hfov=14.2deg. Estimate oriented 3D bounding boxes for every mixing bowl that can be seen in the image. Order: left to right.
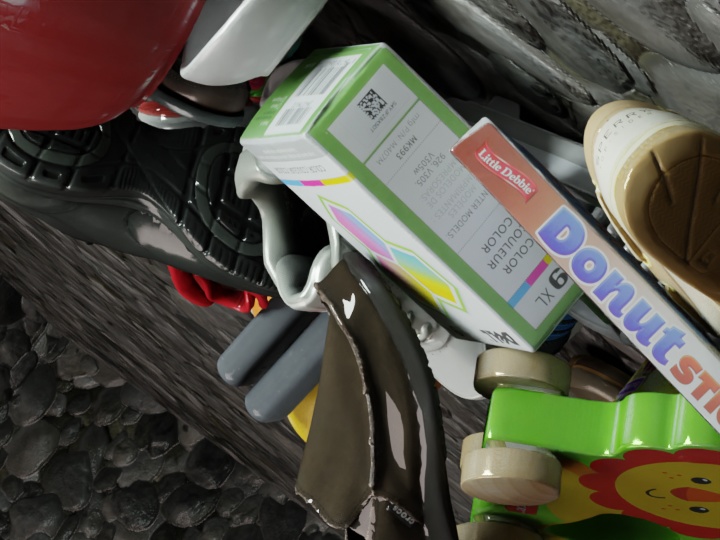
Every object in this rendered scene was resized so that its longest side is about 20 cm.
[{"bbox_3d":[-0.132,-0.142,1.345,0.108,0.201,0.200,26,175,-16],"label":"mixing bowl"}]

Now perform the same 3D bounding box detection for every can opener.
[{"bbox_3d":[-0.012,0.002,1.525,0.053,0.200,0.067,51,-154,18],"label":"can opener"}]

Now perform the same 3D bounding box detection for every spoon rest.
[{"bbox_3d":[-0.050,-0.129,1.359,0.061,0.100,0.200,39,-178,-3],"label":"spoon rest"}]

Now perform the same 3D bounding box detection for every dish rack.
[{"bbox_3d":[0.122,-0.014,1.353,0.172,0.044,0.200,47,168,-36],"label":"dish rack"}]

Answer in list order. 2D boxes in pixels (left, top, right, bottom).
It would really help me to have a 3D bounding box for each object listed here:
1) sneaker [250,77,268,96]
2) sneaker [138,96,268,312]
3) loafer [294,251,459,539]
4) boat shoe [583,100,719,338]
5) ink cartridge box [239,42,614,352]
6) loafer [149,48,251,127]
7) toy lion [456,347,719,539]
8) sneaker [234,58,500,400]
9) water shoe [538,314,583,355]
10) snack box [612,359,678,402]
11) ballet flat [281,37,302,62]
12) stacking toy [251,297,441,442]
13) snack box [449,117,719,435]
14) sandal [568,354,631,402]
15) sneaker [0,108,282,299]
[{"bbox_3d":[-0.086,-0.084,1.738,0.084,0.077,0.200,30,166,29],"label":"sneaker"},{"bbox_3d":[-0.068,-0.037,1.584,0.078,0.116,0.200,1,-176,23],"label":"sneaker"},{"bbox_3d":[0.003,0.091,1.358,0.073,0.071,0.201,-125,22,-72],"label":"loafer"},{"bbox_3d":[0.161,-0.006,1.183,0.200,0.074,0.069,44,-176,-36],"label":"boat shoe"},{"bbox_3d":[0.046,-0.016,1.323,0.200,0.059,0.104,42,170,-15],"label":"ink cartridge box"},{"bbox_3d":[-0.109,-0.142,1.471,0.072,0.063,0.200,11,-157,-37],"label":"loafer"},{"bbox_3d":[0.143,0.100,1.380,0.190,0.069,0.200,8,159,2],"label":"toy lion"},{"bbox_3d":[0.000,0.000,1.417,0.078,0.100,0.200,-19,118,46],"label":"sneaker"},{"bbox_3d":[0.084,0.021,1.557,0.071,0.079,0.200,36,170,16],"label":"water shoe"},{"bbox_3d":[0.169,0.161,1.513,0.168,0.200,0.068,39,171,-1],"label":"snack box"},{"bbox_3d":[-0.081,-0.122,1.552,0.067,0.070,0.200,44,170,-11],"label":"ballet flat"},{"bbox_3d":[-0.002,0.060,1.624,0.146,0.146,0.201,45,-148,-34],"label":"stacking toy"},{"bbox_3d":[0.118,0.017,1.208,0.200,0.024,0.072,47,-173,16],"label":"snack box"},{"bbox_3d":[0.191,0.122,1.695,0.200,0.054,0.080,36,170,22],"label":"sandal"},{"bbox_3d":[-0.104,-0.038,1.457,0.199,0.076,0.091,26,157,-11],"label":"sneaker"}]
